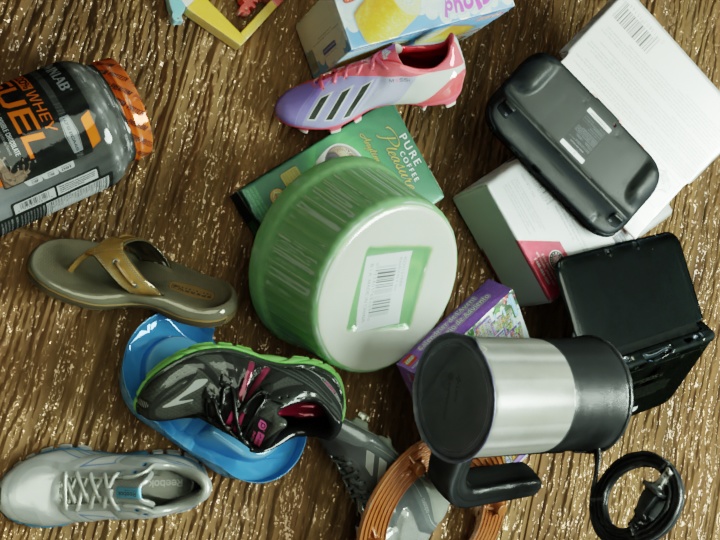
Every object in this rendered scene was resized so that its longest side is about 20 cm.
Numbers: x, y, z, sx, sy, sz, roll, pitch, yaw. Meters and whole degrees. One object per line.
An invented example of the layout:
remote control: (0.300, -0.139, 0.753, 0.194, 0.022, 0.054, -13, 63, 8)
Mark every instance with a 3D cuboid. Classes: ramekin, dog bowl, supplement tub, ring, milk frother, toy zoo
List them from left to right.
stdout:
supplement tub: (-0.297, -0.111, 1.014, 0.199, 0.122, 0.124, -29, 95, -23)
dog bowl: (-0.145, 0.126, 1.078, 0.199, 0.049, 0.112, 37, 58, -14)
toy zoo: (-0.130, -0.322, 1.162, 0.131, 0.020, 0.201, 43, 71, -13)
ramekin: (0.000, 0.000, 1.086, 0.198, 0.097, 0.202, -20, 124, -32)
ring: (0.079, 0.255, 1.129, 0.199, 0.019, 0.203, -16, 116, -34)
milk frother: (0.175, 0.156, 1.037, 0.186, 0.199, 0.183, 3, 98, -36)

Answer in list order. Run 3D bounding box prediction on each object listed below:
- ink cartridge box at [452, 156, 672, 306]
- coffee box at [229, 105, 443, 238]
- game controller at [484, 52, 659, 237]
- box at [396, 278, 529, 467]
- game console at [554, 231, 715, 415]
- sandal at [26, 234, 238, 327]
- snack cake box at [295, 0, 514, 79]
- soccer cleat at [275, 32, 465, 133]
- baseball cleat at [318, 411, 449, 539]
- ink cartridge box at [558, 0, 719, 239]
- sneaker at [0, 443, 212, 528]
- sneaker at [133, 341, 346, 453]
ink cartridge box: (0.225, -0.073, 1.244, 0.199, 0.083, 0.146, -33, 95, -23)
coffee box: (-0.021, -0.077, 1.165, 0.199, 0.044, 0.124, -35, 98, -22)
game controller: (0.225, -0.131, 1.179, 0.200, 0.042, 0.105, 44, 78, -9)
box: (0.126, 0.128, 1.157, 0.137, 0.039, 0.201, -40, 128, -22)
game console: (0.279, 0.072, 1.231, 0.198, 0.177, 0.117, -12, 50, -34)
sandal: (-0.208, 0.000, 1.049, 0.198, 0.054, 0.081, 13, 39, -8)
snack cake box: (0.045, -0.267, 1.177, 0.198, 0.115, 0.068, -20, 89, -22)
soccer cleat: (0.008, -0.193, 1.137, 0.197, 0.077, 0.067, -9, 47, -1)
baseball cleat: (0.010, 0.217, 1.115, 0.200, 0.069, 0.107, 39, 71, -26)
ink cartridge box: (0.287, -0.167, 1.216, 0.176, 0.045, 0.200, -45, 99, 3)
sneaker: (-0.229, 0.196, 1.026, 0.198, 0.087, 0.076, -2, 86, -21)
sneaker: (-0.103, 0.117, 1.009, 0.198, 0.084, 0.077, 3, 128, -19)
